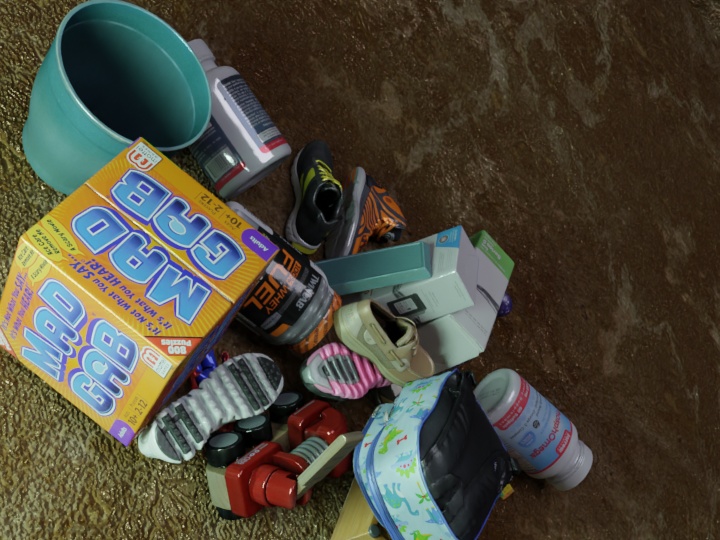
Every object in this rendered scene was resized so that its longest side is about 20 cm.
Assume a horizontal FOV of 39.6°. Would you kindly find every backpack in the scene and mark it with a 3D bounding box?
[{"bbox_3d":[0.082,0.245,1.220,0.184,0.146,0.200,62,30,-12],"label":"backpack"}]

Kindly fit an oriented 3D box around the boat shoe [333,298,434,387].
[{"bbox_3d":[0.047,0.099,1.338,0.200,0.064,0.072,34,39,-43],"label":"boat shoe"}]

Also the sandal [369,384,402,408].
[{"bbox_3d":[0.063,0.187,1.438,0.081,0.054,0.202,-15,76,-47],"label":"sandal"}]

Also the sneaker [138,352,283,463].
[{"bbox_3d":[-0.177,0.159,1.175,0.199,0.081,0.076,-28,91,-40],"label":"sneaker"}]

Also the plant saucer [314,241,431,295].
[{"bbox_3d":[0.000,0.000,1.399,0.070,0.198,0.019,-90,165,-48],"label":"plant saucer"}]

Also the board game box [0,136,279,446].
[{"bbox_3d":[-0.249,0.025,1.098,0.199,0.200,0.200,38,47,-1],"label":"board game box"}]

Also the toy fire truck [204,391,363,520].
[{"bbox_3d":[-0.062,0.214,1.169,0.176,0.198,0.130,-28,117,-48],"label":"toy fire truck"}]

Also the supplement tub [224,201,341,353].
[{"bbox_3d":[-0.128,0.014,1.313,0.199,0.122,0.123,38,45,-20],"label":"supplement tub"}]

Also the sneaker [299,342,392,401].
[{"bbox_3d":[-0.028,0.143,1.344,0.199,0.095,0.080,3,67,-57],"label":"sneaker"}]

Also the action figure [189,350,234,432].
[{"bbox_3d":[-0.194,0.125,1.242,0.065,0.051,0.202,-18,81,-50],"label":"action figure"}]

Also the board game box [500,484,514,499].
[{"bbox_3d":[0.148,0.241,1.466,0.030,0.096,0.200,-39,95,-4],"label":"board game box"}]

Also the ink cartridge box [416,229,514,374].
[{"bbox_3d":[0.136,0.053,1.519,0.084,0.145,0.201,45,43,-17],"label":"ink cartridge box"}]

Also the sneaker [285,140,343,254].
[{"bbox_3d":[-0.056,-0.119,1.490,0.074,0.084,0.202,26,50,-31],"label":"sneaker"}]

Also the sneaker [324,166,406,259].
[{"bbox_3d":[0.016,-0.064,1.530,0.112,0.077,0.201,34,47,-22],"label":"sneaker"}]

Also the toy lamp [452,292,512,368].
[{"bbox_3d":[0.183,0.094,1.609,0.058,0.058,0.200,53,41,-4],"label":"toy lamp"}]

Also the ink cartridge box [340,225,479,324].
[{"bbox_3d":[0.067,0.022,1.446,0.067,0.198,0.116,57,27,-28],"label":"ink cartridge box"}]

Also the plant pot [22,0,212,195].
[{"bbox_3d":[-0.313,-0.190,1.212,0.199,0.187,0.202,23,52,-33],"label":"plant pot"}]

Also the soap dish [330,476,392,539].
[{"bbox_3d":[0.056,0.324,1.329,0.157,0.081,0.201,42,45,-17],"label":"soap dish"}]

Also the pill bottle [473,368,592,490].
[{"bbox_3d":[0.265,0.251,1.550,0.200,0.108,0.109,41,44,-17],"label":"pill bottle"}]

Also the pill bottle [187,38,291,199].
[{"bbox_3d":[-0.197,-0.212,1.387,0.201,0.119,0.119,55,42,-2],"label":"pill bottle"}]
